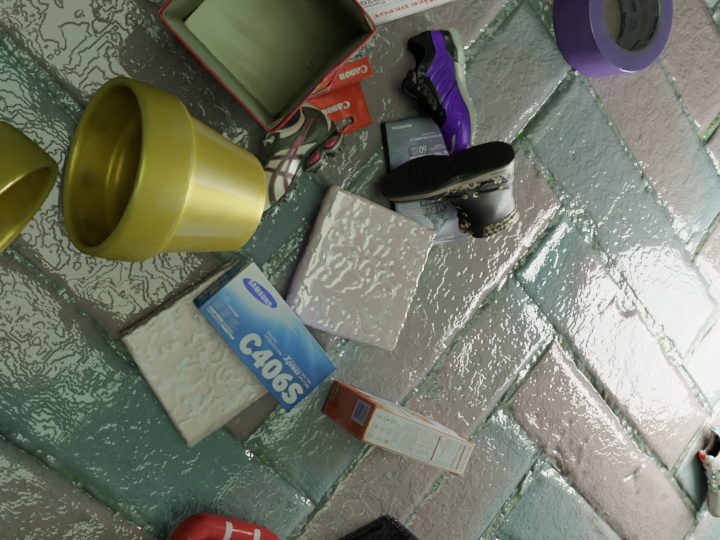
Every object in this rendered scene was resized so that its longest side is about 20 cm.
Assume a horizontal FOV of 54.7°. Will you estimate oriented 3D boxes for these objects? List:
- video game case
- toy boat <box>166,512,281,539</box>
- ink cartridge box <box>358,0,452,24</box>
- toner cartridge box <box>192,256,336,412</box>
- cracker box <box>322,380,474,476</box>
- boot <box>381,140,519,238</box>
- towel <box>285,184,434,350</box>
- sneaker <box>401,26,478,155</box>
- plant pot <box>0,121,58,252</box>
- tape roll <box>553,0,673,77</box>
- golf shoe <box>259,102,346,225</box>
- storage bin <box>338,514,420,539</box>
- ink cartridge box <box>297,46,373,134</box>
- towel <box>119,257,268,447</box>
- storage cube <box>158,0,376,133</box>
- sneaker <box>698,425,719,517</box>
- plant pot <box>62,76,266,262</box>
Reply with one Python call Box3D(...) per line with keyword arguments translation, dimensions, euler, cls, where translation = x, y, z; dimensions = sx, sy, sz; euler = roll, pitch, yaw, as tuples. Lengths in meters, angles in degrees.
Box3D(translation=(0.108, -0.139, 1.093), dimensions=(0.142, 0.019, 0.202), euler=(-14, 103, -26), cls="video game case")
Box3D(translation=(-0.171, 0.415, 0.947), dimensions=(0.199, 0.130, 0.132), euler=(31, 70, -40), cls="toy boat")
Box3D(translation=(0.033, -0.411, 0.887), dimensions=(0.200, 0.144, 0.086), euler=(17, 67, -63), cls="ink cartridge box")
Box3D(translation=(-0.127, 0.089, 0.947), dimensions=(0.095, 0.043, 0.201), euler=(-41, 114, -11), cls="toner cartridge box")
Box3D(translation=(0.057, 0.239, 1.057), dimensions=(0.199, 0.134, 0.058), euler=(27, 84, -29), cls="cracker box")
Box3D(translation=(0.143, -0.109, 1.051), dimensions=(0.198, 0.074, 0.151), euler=(-16, 143, 12), cls="boot")
Box3D(translation=(0.000, 0.000, 1.029), dimensions=(0.189, 0.032, 0.202), euler=(20, 91, -26), cls="towel")
Box3D(translation=(0.110, -0.260, 1.041), dimensions=(0.098, 0.070, 0.203), euler=(-7, 84, -17), cls="sneaker")
Box3D(translation=(-0.448, -0.099, 0.703), dimensions=(0.189, 0.201, 0.201), euler=(42, 77, -10), cls="plant pot")
Box3D(translation=(0.431, -0.436, 1.184), dimensions=(0.198, 0.085, 0.203), euler=(-5, 101, -28), cls="tape roll")
Box3D(translation=(-0.113, -0.138, 0.944), dimensions=(0.200, 0.077, 0.088), euler=(-46, 104, -8), cls="golf shoe")
Box3D(translation=(0.040, 0.519, 1.114), dimensions=(0.134, 0.094, 0.202), euler=(-19, 105, -25), cls="storage bin")
Box3D(translation=(-0.045, -0.287, 0.969), dimensions=(0.108, 0.050, 0.202), euler=(-26, 108, -23), cls="ink cartridge box")
Box3D(translation=(-0.199, 0.111, 0.958), dimensions=(0.199, 0.032, 0.192), euler=(-34, 111, -20), cls="towel")
Box3D(translation=(-0.105, -0.293, 0.824), dimensions=(0.171, 0.180, 0.200), euler=(-42, 105, 8), cls="storage cube")
Box3D(translation=(0.771, 0.433, 1.519), dimensions=(0.092, 0.070, 0.202), euler=(13, 93, -11), cls="sneaker")
Box3D(translation=(-0.223, -0.103, 0.831), dimensions=(0.188, 0.200, 0.203), euler=(11, 93, -44), cls="plant pot")
